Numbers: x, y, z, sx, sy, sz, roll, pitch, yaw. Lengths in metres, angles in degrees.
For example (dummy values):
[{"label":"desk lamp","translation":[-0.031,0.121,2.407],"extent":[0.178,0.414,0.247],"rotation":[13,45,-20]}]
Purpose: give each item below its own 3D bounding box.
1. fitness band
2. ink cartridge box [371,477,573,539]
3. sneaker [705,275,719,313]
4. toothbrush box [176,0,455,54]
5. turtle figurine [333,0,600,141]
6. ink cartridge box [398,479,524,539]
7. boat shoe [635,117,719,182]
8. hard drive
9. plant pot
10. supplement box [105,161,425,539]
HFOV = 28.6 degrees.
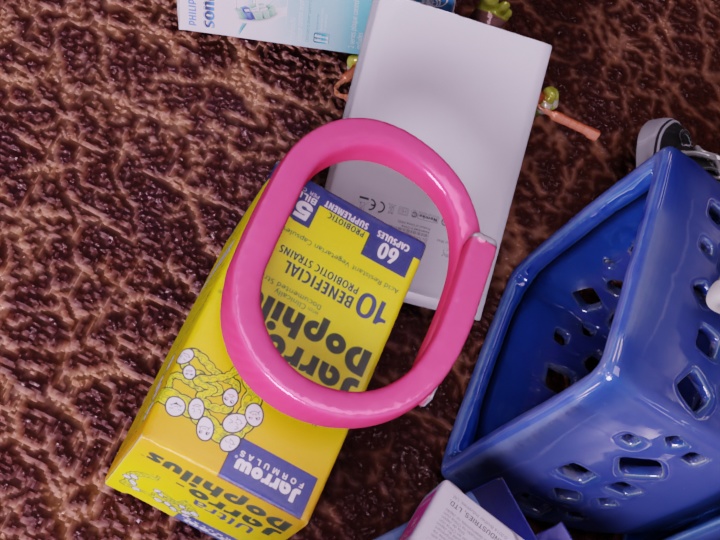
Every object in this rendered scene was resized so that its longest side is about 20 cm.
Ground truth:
[{"label":"fitness band","translation":[0.000,0.000,0.827],"extent":[0.143,0.037,0.200],"rotation":[28,59,-8]},{"label":"ink cartridge box","translation":[0.054,0.219,0.858],"extent":[0.200,0.076,0.137],"rotation":[-20,73,-34]},{"label":"sneaker","translation":[0.272,0.068,0.837],"extent":[0.087,0.075,0.200],"rotation":[-41,94,-27]},{"label":"toothbrush box","translation":[-0.026,-0.243,1.040],"extent":[0.199,0.085,0.147],"rotation":[8,56,-2]},{"label":"turtle figurine","translation":[0.082,-0.148,1.082],"extent":[0.199,0.065,0.162],"rotation":[8,48,-1]},{"label":"ink cartridge box","translation":[0.043,0.228,0.776],"extent":[0.119,0.042,0.200],"rotation":[38,52,-2]},{"label":"boat shoe","translation":[0.247,-0.060,1.076],"extent":[0.074,0.068,0.199],"rotation":[66,26,-22]},{"label":"hard drive","translation":[0.047,-0.077,0.984],"extent":[0.131,0.026,0.201],"rotation":[14,92,-17]},{"label":"plant pot","translation":[0.195,0.073,0.935],"extent":[0.180,0.200,0.200],"rotation":[33,53,-12]},{"label":"supplement box","translation":[-0.057,0.056,0.864],"extent":[0.109,0.110,0.200],"rotation":[28,61,-8]}]
